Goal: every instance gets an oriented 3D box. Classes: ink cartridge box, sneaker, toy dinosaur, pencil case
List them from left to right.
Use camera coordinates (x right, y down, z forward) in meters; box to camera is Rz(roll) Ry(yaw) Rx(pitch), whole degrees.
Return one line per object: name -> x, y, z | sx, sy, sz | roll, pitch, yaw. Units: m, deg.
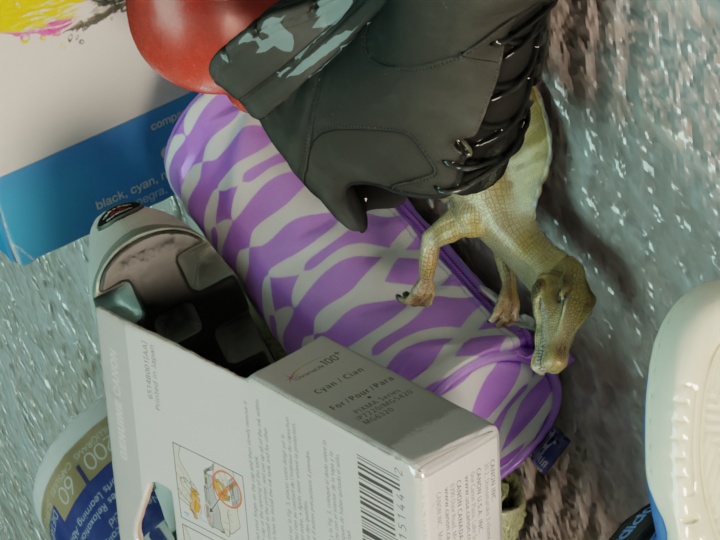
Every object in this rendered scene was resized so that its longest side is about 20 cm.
ink cartridge box -> -0.137, -0.139, 1.122 | 0.147, 0.144, 0.201 | 37, 146, 53
sneaker -> -0.059, 0.060, 1.072 | 0.089, 0.074, 0.201 | -134, 25, -66
ink cartridge box -> -0.020, 0.119, 0.997 | 0.176, 0.045, 0.201 | 25, 129, 41
pencil case -> 0.000, 0.000, 1.030 | 0.200, 0.084, 0.086 | 50, 117, 33
toy dinosaur -> 0.032, -0.052, 0.945 | 0.101, 0.058, 0.201 | -39, 73, 54
sneaker -> 0.031, -0.073, 0.848 | 0.091, 0.076, 0.200 | 58, 149, -2
sneaker -> 0.106, 0.087, 0.850 | 0.111, 0.076, 0.201 | 23, 138, 54

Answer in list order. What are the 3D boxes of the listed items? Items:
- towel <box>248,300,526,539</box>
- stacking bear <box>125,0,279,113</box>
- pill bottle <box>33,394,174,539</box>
towel -> -0.015, 0.089, 1.108 | 0.200, 0.036, 0.149 | 40, 134, 32
stacking bear -> -0.060, -0.150, 0.973 | 0.122, 0.113, 0.201 | 48, 160, 40
pill bottle -> -0.063, 0.152, 1.229 | 0.200, 0.110, 0.111 | 51, 157, 34
